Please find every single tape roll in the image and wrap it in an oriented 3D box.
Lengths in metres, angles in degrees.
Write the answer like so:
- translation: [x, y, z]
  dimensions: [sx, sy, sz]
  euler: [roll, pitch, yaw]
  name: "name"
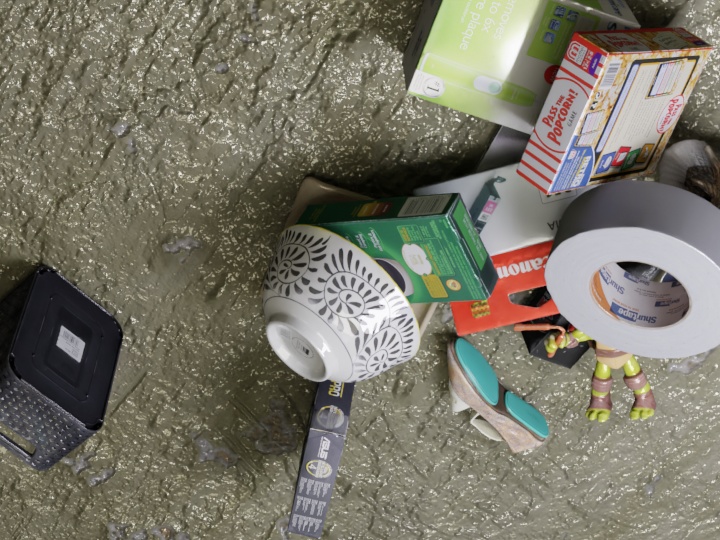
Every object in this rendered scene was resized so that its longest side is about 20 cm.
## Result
- translation: [0.291, 0.002, 1.407]
  dimensions: [0.198, 0.067, 0.201]
  euler: [15, 143, 12]
  name: "tape roll"

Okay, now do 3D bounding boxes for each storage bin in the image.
- translation: [-0.361, 0.110, 1.582]
  dimensions: [0.094, 0.201, 0.135]
  euler: [-36, 118, 25]
  name: "storage bin"

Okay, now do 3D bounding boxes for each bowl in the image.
- translation: [-0.041, 0.057, 1.498]
  dimensions: [0.200, 0.094, 0.202]
  euler: [30, 148, 21]
  name: "bowl"

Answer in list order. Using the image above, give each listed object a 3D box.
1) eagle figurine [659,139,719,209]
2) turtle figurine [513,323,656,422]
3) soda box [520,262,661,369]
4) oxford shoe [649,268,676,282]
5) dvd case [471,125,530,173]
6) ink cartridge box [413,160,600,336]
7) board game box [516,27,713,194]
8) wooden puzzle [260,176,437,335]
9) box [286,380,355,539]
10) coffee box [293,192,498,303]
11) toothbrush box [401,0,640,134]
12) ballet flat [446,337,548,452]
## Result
- translation: [0.404, -0.045, 1.462]
  dimensions: [0.150, 0.152, 0.200]
  euler: [-4, 157, 22]
  name: "eagle figurine"
- translation: [0.278, 0.092, 1.569]
  dimensions: [0.198, 0.065, 0.163]
  euler: [-10, 118, 5]
  name: "turtle figurine"
- translation: [0.267, 0.019, 1.590]
  dimensions: [0.070, 0.064, 0.200]
  euler: [20, 124, -28]
  name: "soda box"
- translation: [0.397, -0.032, 1.551]
  dimensions: [0.070, 0.074, 0.200]
  euler: [30, 117, -19]
  name: "oxford shoe"
- translation: [0.200, -0.098, 1.543]
  dimensions: [0.147, 0.016, 0.201]
  euler: [21, 123, -14]
  name: "dvd case"
- translation: [0.174, -0.030, 1.510]
  dimensions: [0.198, 0.044, 0.175]
  euler: [-14, 94, 14]
  name: "ink cartridge box"
- translation: [0.253, -0.160, 1.364]
  dimensions: [0.199, 0.046, 0.153]
  euler: [-12, 132, -47]
  name: "board game box"
- translation: [0.000, 0.000, 1.593]
  dimensions: [0.198, 0.037, 0.186]
  euler: [19, 124, -7]
  name: "wooden puzzle"
- translation: [-0.042, 0.195, 1.648]
  dimensions: [0.049, 0.162, 0.201]
  euler: [13, 133, 1]
  name: "box"
- translation: [0.037, -0.021, 1.487]
  dimensions: [0.198, 0.044, 0.124]
  euler: [-4, 130, 34]
  name: "coffee box"
- translation: [0.159, -0.229, 1.401]
  dimensions: [0.198, 0.086, 0.147]
  euler: [17, 117, -13]
  name: "toothbrush box"
- translation: [0.152, 0.163, 1.701]
  dimensions: [0.067, 0.068, 0.200]
  euler: [-30, 118, 29]
  name: "ballet flat"
